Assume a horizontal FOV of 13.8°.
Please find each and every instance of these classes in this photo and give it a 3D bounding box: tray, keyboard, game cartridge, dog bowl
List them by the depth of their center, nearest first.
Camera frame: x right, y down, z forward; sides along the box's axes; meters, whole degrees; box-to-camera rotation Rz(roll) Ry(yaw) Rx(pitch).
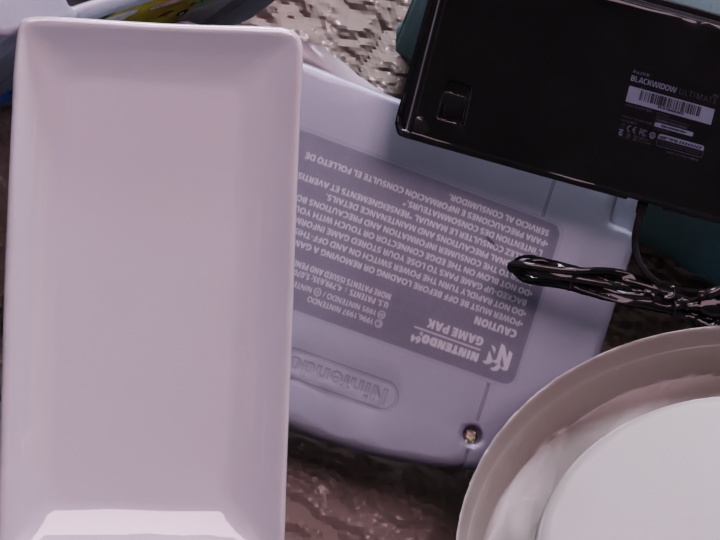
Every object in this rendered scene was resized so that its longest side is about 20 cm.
[{"bbox_3d":[0.136,0.114,1.086,0.199,0.059,0.201,-6,48,6],"label":"dog bowl"},{"bbox_3d":[-0.078,0.010,1.090,0.107,0.022,0.201,2,94,-12],"label":"tray"},{"bbox_3d":[0.110,-0.039,1.141,0.199,0.021,0.128,15,90,-9],"label":"keyboard"},{"bbox_3d":[0.000,0.000,1.151,0.199,0.040,0.134,20,80,-15],"label":"game cartridge"},{"bbox_3d":[-0.095,-0.107,1.169,0.199,0.133,0.041,-22,90,-34],"label":"game cartridge"}]

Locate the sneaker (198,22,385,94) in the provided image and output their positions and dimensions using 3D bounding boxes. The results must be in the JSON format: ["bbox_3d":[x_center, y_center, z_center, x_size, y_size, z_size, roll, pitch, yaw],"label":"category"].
[{"bbox_3d":[-0.018,-0.038,1.197,0.199,0.075,0.082,16,48,-18],"label":"sneaker"}]

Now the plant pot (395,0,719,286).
[{"bbox_3d":[0.124,-0.115,1.260,0.187,0.200,0.200,26,47,1],"label":"plant pot"}]
